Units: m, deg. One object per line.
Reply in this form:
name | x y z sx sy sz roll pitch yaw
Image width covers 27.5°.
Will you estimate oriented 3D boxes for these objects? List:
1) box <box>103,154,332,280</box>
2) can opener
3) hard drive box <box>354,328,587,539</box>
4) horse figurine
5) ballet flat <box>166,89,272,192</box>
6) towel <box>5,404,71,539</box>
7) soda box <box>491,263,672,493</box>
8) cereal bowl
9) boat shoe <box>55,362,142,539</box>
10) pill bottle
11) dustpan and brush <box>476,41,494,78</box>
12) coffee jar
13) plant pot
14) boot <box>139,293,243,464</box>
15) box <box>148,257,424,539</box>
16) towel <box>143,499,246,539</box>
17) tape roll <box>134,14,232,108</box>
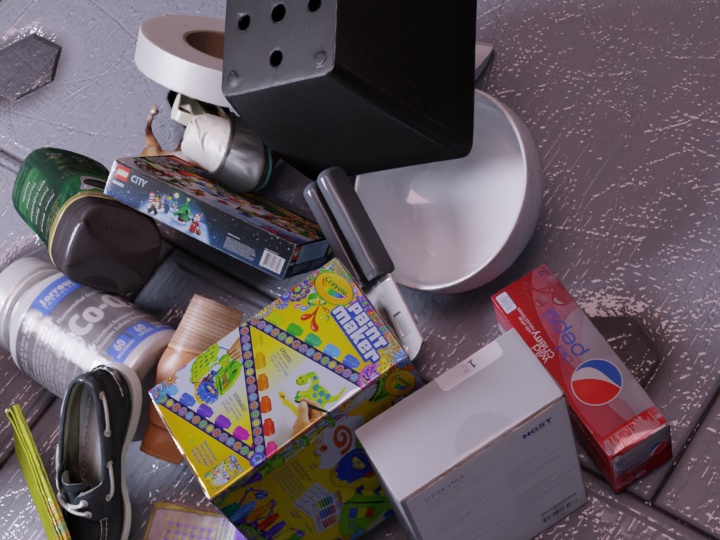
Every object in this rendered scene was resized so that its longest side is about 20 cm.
box | -0.132 -0.055 1.426 0.198 0.136 0.038 25 103 13
can opener | 0.000 0.000 1.375 0.066 0.053 0.202 -13 75 -41
hard drive box | 0.097 0.163 1.212 0.155 0.201 0.077 -31 56 -7
horse figurine | -0.172 -0.115 1.550 0.197 0.050 0.134 5 54 20
ballet flat | -0.151 -0.135 1.465 0.069 0.068 0.200 -67 31 17
towel | -0.288 0.221 1.339 0.018 0.087 0.201 -14 47 -21
soda box | 0.195 0.094 1.307 0.063 0.070 0.201 -30 55 -6
cereal bowl | 0.094 -0.071 1.410 0.198 0.083 0.203 -11 72 36
boat shoe | -0.245 0.182 1.314 0.075 0.060 0.203 10 101 29
pill bottle | -0.265 0.071 1.418 0.199 0.114 0.114 28 69 27
dustpan and brush | 0.043 -0.188 1.530 0.138 0.057 0.202 14 63 22
coffee jar | -0.271 -0.050 1.450 0.200 0.103 0.086 40 110 56
plant pot | -0.020 -0.211 1.368 0.198 0.177 0.203 -6 76 36
boot | -0.096 0.127 1.357 0.198 0.077 0.157 21 87 -16
box | -0.038 0.132 1.233 0.192 0.201 0.122 -35 54 -4
towel | -0.116 0.284 1.299 0.197 0.023 0.145 9 61 20
tape roll | -0.137 -0.218 1.538 0.200 0.037 0.203 12 23 -5
